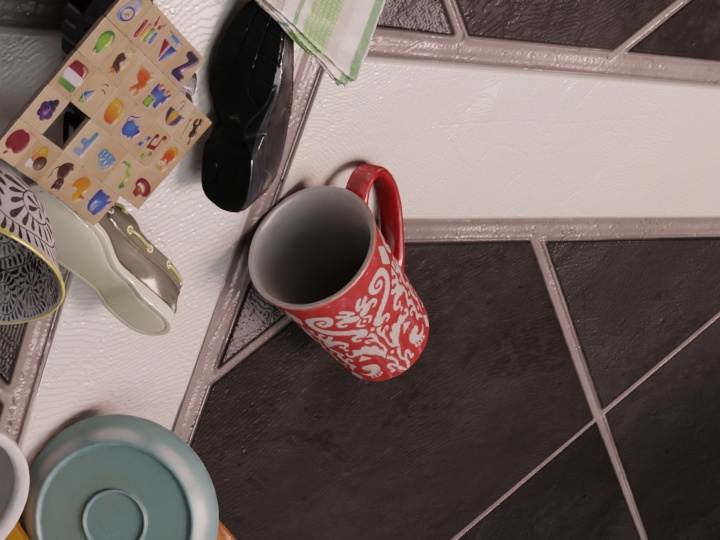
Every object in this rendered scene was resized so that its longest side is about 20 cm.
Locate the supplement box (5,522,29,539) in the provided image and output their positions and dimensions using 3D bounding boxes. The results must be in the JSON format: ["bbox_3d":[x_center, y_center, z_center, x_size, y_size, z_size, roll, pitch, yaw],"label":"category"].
[{"bbox_3d":[-0.386,0.297,1.409,0.199,0.133,0.197,-34,172,-14],"label":"supplement box"}]

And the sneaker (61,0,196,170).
[{"bbox_3d":[-0.186,-0.176,1.309,0.115,0.075,0.201,-22,142,-37],"label":"sneaker"}]

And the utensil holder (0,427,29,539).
[{"bbox_3d":[-0.388,0.136,1.283,0.169,0.200,0.171,-23,135,-25],"label":"utensil holder"}]

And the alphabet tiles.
[{"bbox_3d":[-0.194,-0.124,1.276,0.168,0.008,0.200,-50,154,-2],"label":"alphabet tiles"}]

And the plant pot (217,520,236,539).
[{"bbox_3d":[-0.197,0.332,1.640,0.199,0.200,0.141,-31,122,-17],"label":"plant pot"}]

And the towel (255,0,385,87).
[{"bbox_3d":[-0.041,-0.270,1.345,0.200,0.030,0.151,39,65,-49],"label":"towel"}]

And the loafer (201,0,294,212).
[{"bbox_3d":[-0.093,-0.154,1.412,0.072,0.072,0.202,-32,145,-54],"label":"loafer"}]

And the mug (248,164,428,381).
[{"bbox_3d":[0.004,0.009,1.579,0.177,0.134,0.200,-41,144,-3],"label":"mug"}]

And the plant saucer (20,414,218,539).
[{"bbox_3d":[-0.238,0.242,1.529,0.201,0.200,0.027,-50,-179,6],"label":"plant saucer"}]

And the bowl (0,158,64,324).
[{"bbox_3d":[-0.324,-0.043,1.246,0.198,0.095,0.201,6,153,3],"label":"bowl"}]

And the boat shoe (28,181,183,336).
[{"bbox_3d":[-0.227,-0.024,1.399,0.202,0.071,0.061,53,43,-39],"label":"boat shoe"}]
